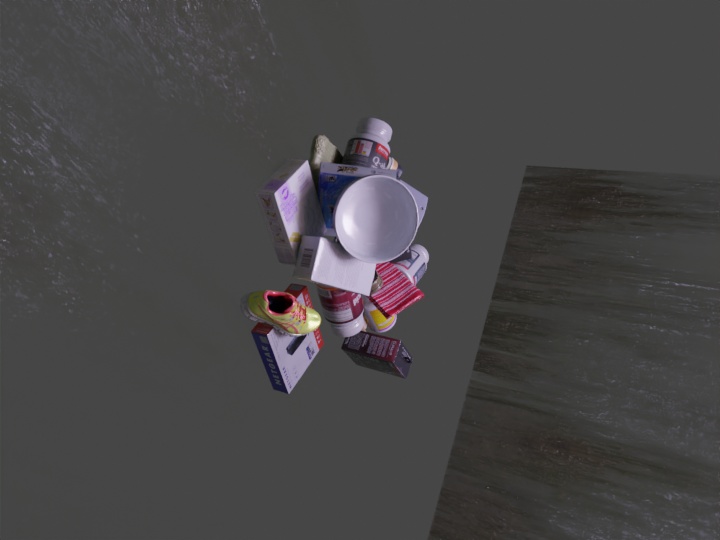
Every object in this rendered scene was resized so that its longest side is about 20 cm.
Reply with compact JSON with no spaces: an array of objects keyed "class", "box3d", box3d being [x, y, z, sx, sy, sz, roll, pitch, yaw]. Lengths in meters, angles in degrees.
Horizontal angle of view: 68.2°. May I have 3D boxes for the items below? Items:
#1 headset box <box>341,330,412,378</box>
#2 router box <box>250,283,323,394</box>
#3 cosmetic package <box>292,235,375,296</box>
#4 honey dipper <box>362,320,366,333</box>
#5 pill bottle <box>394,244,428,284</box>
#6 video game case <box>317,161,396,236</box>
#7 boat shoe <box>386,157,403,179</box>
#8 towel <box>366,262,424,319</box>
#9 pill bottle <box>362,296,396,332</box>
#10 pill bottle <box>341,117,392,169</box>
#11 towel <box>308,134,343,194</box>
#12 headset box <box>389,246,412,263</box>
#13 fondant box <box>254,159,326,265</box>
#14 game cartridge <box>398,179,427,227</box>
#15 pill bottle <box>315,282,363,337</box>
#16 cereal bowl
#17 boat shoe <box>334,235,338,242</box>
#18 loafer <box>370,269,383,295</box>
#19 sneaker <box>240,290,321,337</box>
[{"class":"headset box","box3d":[0.062,0.257,1.633,0.149,0.199,0.078,55,50,-54]},{"class":"router box","box3d":[-0.172,0.166,1.299,0.180,0.049,0.201,-55,143,-43]},{"class":"cosmetic package","box3d":[-0.057,-0.009,1.265,0.199,0.071,0.102,18,83,-45]},{"class":"honey dipper","box3d":[0.018,0.206,1.714,0.038,0.038,0.200,-67,152,-27]},{"class":"pill bottle","box3d":[0.162,-0.008,1.844,0.200,0.119,0.120,-45,137,-50]},{"class":"video game case","box3d":[-0.015,-0.164,1.303,0.201,0.180,0.046,99,-6,-47]},{"class":"boat shoe","box3d":[0.045,-0.238,1.473,0.062,0.200,0.075,21,53,-27]},{"class":"towel","box3d":[0.073,0.042,1.552,0.144,0.200,0.023,-29,149,-26]},{"class":"pill bottle","box3d":[0.042,0.102,1.651,0.105,0.104,0.200,-65,150,-29]},{"class":"pill bottle","box3d":[0.011,-0.282,1.371,0.116,0.115,0.201,37,67,-61]},{"class":"towel","box3d":[-0.084,-0.242,1.365,0.200,0.036,0.149,35,68,-63]},{"class":"headset box","box3d":[0.098,-0.128,1.614,0.200,0.074,0.149,-108,-173,-57]},{"class":"fondant box","box3d":[-0.155,-0.133,1.229,0.145,0.058,0.201,-56,143,-40]},{"class":"game cartridge","box3d":[0.101,-0.148,1.486,0.201,0.133,0.041,-58,177,-18]},{"class":"pill bottle","box3d":[-0.053,0.076,1.439,0.114,0.113,0.201,-54,144,-43]},{"class":"cereal bowl","box3d":[0.029,-0.122,1.223,0.083,0.199,0.202,-136,-134,-70]},{"class":"boat shoe","box3d":[-0.031,-0.136,1.460,0.060,0.075,0.202,-24,120,-63]},{"class":"loafer","box3d":[0.000,0.000,1.492,0.076,0.200,0.068,-37,125,-1]},{"class":"sneaker","box3d":[-0.159,0.092,1.172,0.199,0.090,0.079,20,57,-39]}]
